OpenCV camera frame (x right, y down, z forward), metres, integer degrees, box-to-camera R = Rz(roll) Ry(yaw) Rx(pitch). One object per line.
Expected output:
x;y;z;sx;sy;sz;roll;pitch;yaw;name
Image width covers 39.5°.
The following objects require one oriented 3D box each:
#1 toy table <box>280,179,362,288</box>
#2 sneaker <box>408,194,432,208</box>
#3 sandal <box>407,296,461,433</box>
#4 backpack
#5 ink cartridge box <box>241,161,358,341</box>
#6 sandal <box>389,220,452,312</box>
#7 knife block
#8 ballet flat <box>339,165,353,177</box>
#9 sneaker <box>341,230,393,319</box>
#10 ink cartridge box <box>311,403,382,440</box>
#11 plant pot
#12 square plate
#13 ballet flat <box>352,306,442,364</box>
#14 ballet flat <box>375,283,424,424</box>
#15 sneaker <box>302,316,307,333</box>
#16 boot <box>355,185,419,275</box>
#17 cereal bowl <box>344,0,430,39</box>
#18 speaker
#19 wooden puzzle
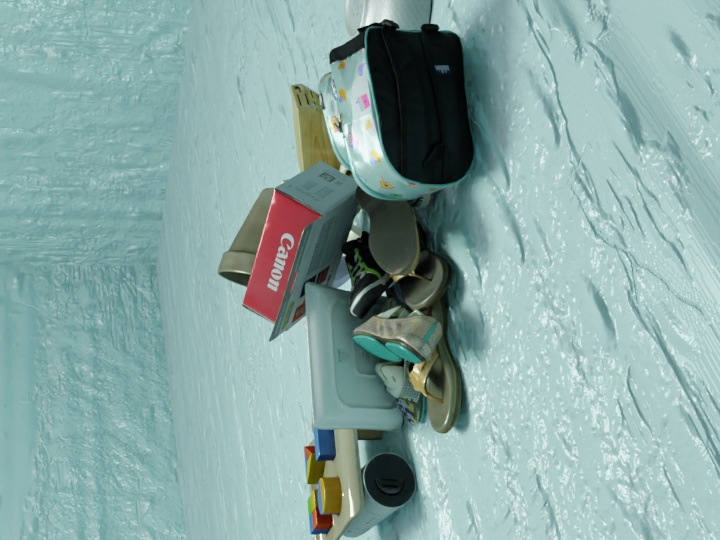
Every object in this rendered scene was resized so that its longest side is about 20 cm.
-0.070;-0.052;1.607;0.200;0.183;0.118;-40;-24;-56;toy table
0.048;-0.119;1.410;0.200;0.074;0.082;150;119;-67;sneaker
0.088;0.117;1.317;0.080;0.053;0.202;129;139;-59;sandal
0.048;-0.185;1.240;0.153;0.175;0.202;-25;76;48;backpack
-0.091;-0.027;1.405;0.175;0.083;0.201;-39;-27;-55;ink cartridge box
0.066;-0.015;1.353;0.082;0.054;0.201;-51;31;22;sandal
-0.079;-0.188;1.646;0.176;0.199;0.064;-44;41;23;knife block
0.007;-0.164;1.547;0.200;0.063;0.076;127;138;-60;ballet flat
0.000;0.000;1.420;0.072;0.083;0.200;-50;6;21;sneaker
-0.025;0.168;1.622;0.165;0.074;0.202;161;108;-71;ink cartridge box
-0.146;-0.051;1.852;0.200;0.198;0.175;163;123;-70;plant pot
-0.001;0.124;1.420;0.028;0.197;0.202;-14;74;36;square plate
0.053;0.081;1.303;0.068;0.068;0.200;-55;20;-13;ballet flat
0.053;0.115;1.402;0.072;0.071;0.203;-173;84;-71;ballet flat
0.001;0.130;1.507;0.201;0.079;0.078;55;154;-11;sneaker
0.051;-0.052;1.293;0.073;0.075;0.201;-38;34;16;boot
0.029;-0.382;1.458;0.200;0.082;0.202;179;90;-72;cereal bowl
0.014;0.338;1.495;0.200;0.080;0.082;123;143;-59;speaker
-0.051;0.306;1.498;0.200;0.046;0.187;120;149;-55;wooden puzzle
